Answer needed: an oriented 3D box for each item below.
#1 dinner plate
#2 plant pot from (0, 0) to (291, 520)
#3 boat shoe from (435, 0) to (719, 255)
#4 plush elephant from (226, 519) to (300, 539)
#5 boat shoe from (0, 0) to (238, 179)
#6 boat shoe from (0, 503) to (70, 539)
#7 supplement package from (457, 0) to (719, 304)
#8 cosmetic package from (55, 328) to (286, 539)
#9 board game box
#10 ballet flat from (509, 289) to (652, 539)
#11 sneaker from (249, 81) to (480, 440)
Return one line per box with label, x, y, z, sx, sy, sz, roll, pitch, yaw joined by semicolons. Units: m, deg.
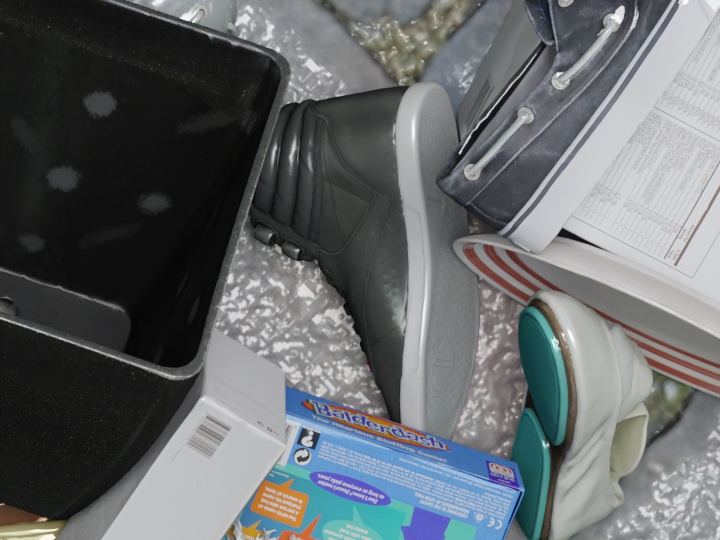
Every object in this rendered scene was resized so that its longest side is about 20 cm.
dinner plate;0.137;0.022;1.247;0.199;0.200;0.024;27;85;-6
plant pot;-0.163;-0.002;1.199;0.198;0.178;0.201;18;47;-3
boat shoe;0.104;-0.104;1.141;0.068;0.072;0.201;31;110;-8
plush elephant;-0.044;0.233;1.199;0.163;0.155;0.202;-1;106;-1
boat shoe;-0.099;-0.123;1.289;0.200;0.070;0.072;-40;106;-1
boat shoe;-0.219;0.110;1.276;0.198;0.072;0.068;-2;86;-13
supplement package;0.168;-0.080;1.257;0.199;0.152;0.151;27;104;-7
cosmetic package;-0.106;0.129;1.212;0.050;0.083;0.201;30;108;-16
board game box;-0.024;0.167;1.286;0.151;0.045;0.201;19;103;-7
ballet flat;0.108;0.064;1.261;0.069;0.201;0.070;0;56;0
sneaker;0.000;0.000;1.304;0.098;0.071;0.202;6;115;25
